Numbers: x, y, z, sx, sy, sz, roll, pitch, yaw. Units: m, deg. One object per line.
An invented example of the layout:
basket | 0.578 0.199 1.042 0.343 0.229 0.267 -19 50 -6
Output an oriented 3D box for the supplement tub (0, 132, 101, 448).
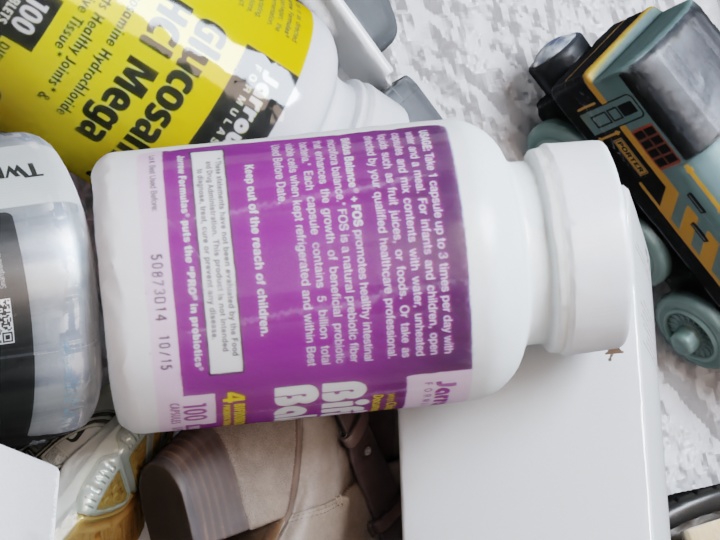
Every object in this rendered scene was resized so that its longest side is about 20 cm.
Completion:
supplement tub | -0.206 0.018 0.867 0.200 0.122 0.123 -8 83 -21

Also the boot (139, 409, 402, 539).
boot | -0.023 0.132 0.984 0.146 0.070 0.200 -19 110 -46

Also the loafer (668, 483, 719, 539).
loafer | 0.187 0.133 1.090 0.200 0.073 0.071 -8 82 -29

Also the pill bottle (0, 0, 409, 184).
pill bottle | -0.083 -0.083 0.970 0.200 0.112 0.113 31 66 -19

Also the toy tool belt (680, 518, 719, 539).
toy tool belt | 0.121 0.209 1.016 0.200 0.125 0.123 -41 100 -1

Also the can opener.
can opener | 0.019 -0.072 1.057 0.066 0.053 0.200 -38 98 -30

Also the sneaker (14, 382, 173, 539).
sneaker | -0.144 0.099 0.919 0.088 0.076 0.200 20 44 16

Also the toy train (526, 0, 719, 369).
toy train | 0.162 -0.036 1.091 0.085 0.114 0.200 -43 100 -28

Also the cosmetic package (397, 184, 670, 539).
cosmetic package | 0.073 0.076 0.968 0.107 0.085 0.200 -7 67 11

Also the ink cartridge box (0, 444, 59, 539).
ink cartridge box | -0.188 0.126 0.740 0.176 0.045 0.200 25 46 -29

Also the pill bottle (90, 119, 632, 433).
pill bottle | 0.000 0.000 0.898 0.200 0.112 0.113 -6 81 -4
